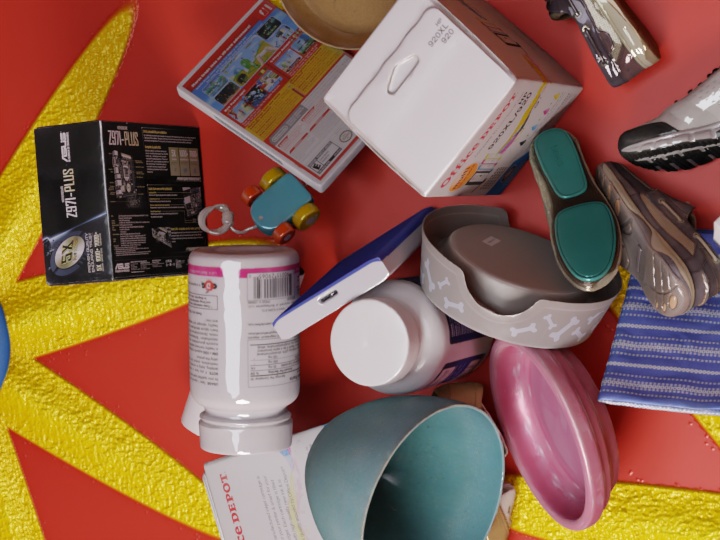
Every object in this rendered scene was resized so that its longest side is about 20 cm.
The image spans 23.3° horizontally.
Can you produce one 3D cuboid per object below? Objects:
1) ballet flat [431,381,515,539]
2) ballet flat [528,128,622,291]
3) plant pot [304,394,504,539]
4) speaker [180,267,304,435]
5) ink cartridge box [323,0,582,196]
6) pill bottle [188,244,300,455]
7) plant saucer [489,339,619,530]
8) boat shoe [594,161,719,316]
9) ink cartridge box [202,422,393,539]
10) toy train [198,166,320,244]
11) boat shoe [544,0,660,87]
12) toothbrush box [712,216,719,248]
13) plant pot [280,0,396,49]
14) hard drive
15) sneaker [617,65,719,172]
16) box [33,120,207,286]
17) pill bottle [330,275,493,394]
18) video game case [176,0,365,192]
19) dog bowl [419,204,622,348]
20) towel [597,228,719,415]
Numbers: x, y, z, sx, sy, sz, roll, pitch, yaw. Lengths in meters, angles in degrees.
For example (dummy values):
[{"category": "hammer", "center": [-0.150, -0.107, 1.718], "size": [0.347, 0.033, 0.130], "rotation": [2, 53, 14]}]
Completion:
[{"category": "ballet flat", "center": [0.125, 0.208, 1.758], "size": [0.063, 0.069, 0.201], "rotation": [-16, 93, -9]}, {"category": "ballet flat", "center": [0.209, -0.051, 1.667], "size": [0.067, 0.063, 0.201], "rotation": [-12, 52, 4]}, {"category": "plant pot", "center": [0.025, 0.204, 1.675], "size": [0.134, 0.199, 0.202], "rotation": [21, 102, 41]}, {"category": "speaker", "center": [-0.127, 0.082, 1.860], "size": [0.081, 0.081, 0.201], "rotation": [23, 101, 22]}, {"category": "ink cartridge box", "center": [0.092, -0.170, 1.678], "size": [0.145, 0.200, 0.148], "rotation": [44, 109, 17]}, {"category": "pill bottle", "center": [-0.117, 0.078, 1.756], "size": [0.113, 0.113, 0.202], "rotation": [3, 97, 25]}, {"category": "plant saucer", "center": [0.191, 0.149, 1.678], "size": [0.051, 0.201, 0.202], "rotation": [-19, 83, -16]}, {"category": "boat shoe", "center": [0.282, -0.032, 1.648], "size": [0.201, 0.073, 0.075], "rotation": [-115, 21, -43]}, {"category": "ink cartridge box", "center": [-0.049, 0.242, 1.829], "size": [0.199, 0.085, 0.146], "rotation": [-19, 84, 23]}, {"category": "toy train", "center": [-0.095, -0.117, 1.833], "size": [0.149, 0.056, 0.201], "rotation": [8, 72, 13]}, {"category": "boat shoe", "center": [0.209, -0.266, 1.691], "size": [0.065, 0.072, 0.200], "rotation": [-40, 82, 16]}, {"category": "toothbrush box", "center": [0.436, -0.050, 1.557], "size": [0.200, 0.085, 0.146], "rotation": [-43, 75, 0]}, {"category": "plant pot", "center": [0.000, -0.329, 1.809], "size": [0.199, 0.027, 0.202], "rotation": [1, 93, 24]}, {"category": "hard drive", "center": [0.000, 0.000, 1.730], "size": [0.132, 0.200, 0.025], "rotation": [-32, 94, 23]}, {"category": "sneaker", "center": [0.337, -0.152, 1.646], "size": [0.199, 0.074, 0.081], "rotation": [-17, 71, 20]}, {"category": "box", "center": [-0.249, -0.071, 1.842], "size": [0.086, 0.200, 0.165], "rotation": [-4, 91, 25]}, {"category": "pill bottle", "center": [0.048, 0.062, 1.710], "size": [0.110, 0.200, 0.112], "rotation": [1, 93, 24]}, {"category": "video game case", "center": [-0.072, -0.185, 1.812], "size": [0.199, 0.017, 0.143], "rotation": [35, 71, 19]}, {"category": "dog bowl", "center": [0.147, 0.007, 1.669], "size": [0.199, 0.200, 0.059], "rotation": [26, 115, 21]}, {"category": "towel", "center": [0.310, 0.042, 1.623], "size": [0.144, 0.024, 0.201], "rotation": [4, 55, 25]}]
